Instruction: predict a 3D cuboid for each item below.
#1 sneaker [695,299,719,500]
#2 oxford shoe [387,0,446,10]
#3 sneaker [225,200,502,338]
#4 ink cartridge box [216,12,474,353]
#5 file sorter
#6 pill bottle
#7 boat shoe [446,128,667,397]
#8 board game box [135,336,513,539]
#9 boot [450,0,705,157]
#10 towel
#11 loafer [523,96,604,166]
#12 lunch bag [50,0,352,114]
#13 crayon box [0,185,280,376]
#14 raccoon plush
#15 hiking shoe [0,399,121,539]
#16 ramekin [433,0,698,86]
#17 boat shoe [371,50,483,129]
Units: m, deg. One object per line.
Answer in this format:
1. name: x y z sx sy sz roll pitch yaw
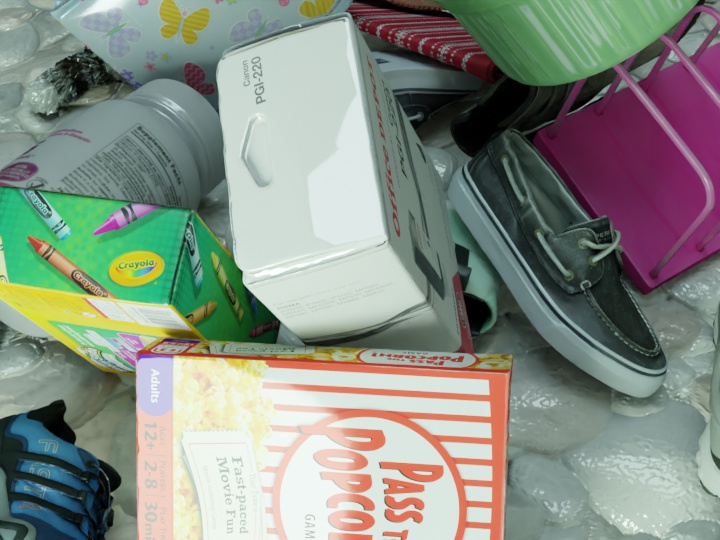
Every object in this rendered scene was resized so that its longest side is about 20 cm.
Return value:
1. sneaker: 0.254 0.050 0.773 0.073 0.080 0.201 7 42 16
2. oxford shoe: 0.073 -0.268 1.109 0.198 0.074 0.071 5 22 -15
3. sneaker: 0.000 0.000 0.852 0.199 0.074 0.119 1 36 3
4. ink cartridge box: -0.003 -0.028 0.722 0.084 0.200 0.147 -16 63 14
5. file sorter: 0.253 -0.106 0.872 0.199 0.126 0.139 -27 73 -23
6. pill bottle: -0.187 -0.052 0.899 0.113 0.114 0.200 19 41 24
7. boat shoe: 0.135 -0.009 0.812 0.200 0.071 0.072 50 35 18
8. board game box: -0.019 0.118 0.674 0.198 0.153 0.046 2 9 8
9. boot: 0.156 -0.152 0.902 0.130 0.200 0.068 -32 82 -39
10. towel: 0.068 -0.197 1.061 0.199 0.023 0.144 25 24 32
11. loafer: 0.184 -0.099 0.954 0.199 0.063 0.072 -29 45 -24
12. lunch bag: -0.118 -0.235 1.002 0.199 0.169 0.128 -34 36 25
13. crayon box: -0.131 0.018 0.758 0.118 0.200 0.059 7 72 13
14. raccoon plush: -0.208 -0.230 1.084 0.096 0.135 0.200 23 49 26
15. hiking shoe: -0.172 0.142 0.717 0.086 0.075 0.200 -27 47 -22
16. ramekin: 0.143 -0.215 0.821 0.199 0.098 0.201 -31 31 21
17. boat shoe: 0.022 -0.136 1.011 0.071 0.068 0.199 25 28 38
